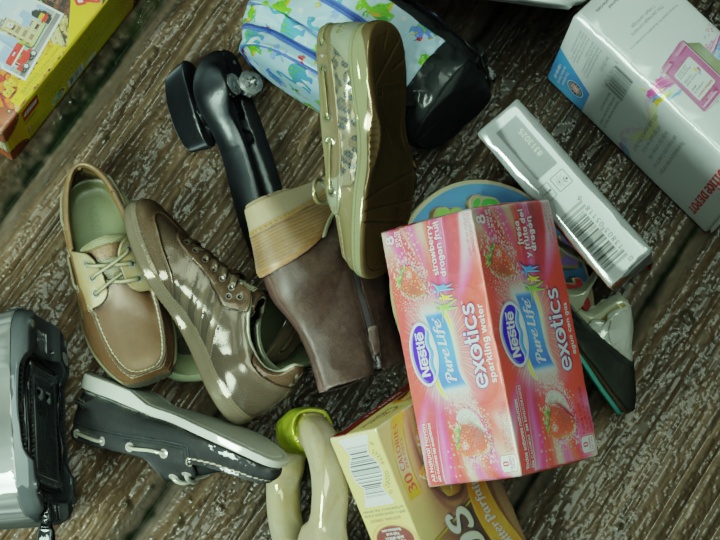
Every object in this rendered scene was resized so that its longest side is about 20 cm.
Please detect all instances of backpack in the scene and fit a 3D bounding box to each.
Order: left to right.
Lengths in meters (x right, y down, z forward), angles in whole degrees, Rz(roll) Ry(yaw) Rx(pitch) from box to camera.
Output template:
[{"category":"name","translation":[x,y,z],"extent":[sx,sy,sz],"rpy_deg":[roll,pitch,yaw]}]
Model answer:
[{"category":"backpack","translation":[-0.004,-0.185,1.550],"extent":[0.154,0.163,0.200],"rpy_deg":[-42,80,4]}]

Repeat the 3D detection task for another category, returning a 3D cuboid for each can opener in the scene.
[{"category":"can opener","translation":[-0.099,-0.095,1.576],"extent":[0.063,0.078,0.201],"rpy_deg":[-14,77,-47]}]

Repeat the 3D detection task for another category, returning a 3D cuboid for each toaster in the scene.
[{"category":"toaster","translation":[-0.301,0.132,1.463],"extent":[0.128,0.114,0.202],"rpy_deg":[-8,76,10]}]

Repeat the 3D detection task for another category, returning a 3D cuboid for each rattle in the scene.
[{"category":"rattle","translation":[-0.002,0.211,1.469],"extent":[0.142,0.130,0.201],"rpy_deg":[14,46,-37]}]

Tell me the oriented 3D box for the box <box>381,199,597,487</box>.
[{"category":"box","translation":[0.097,0.055,1.406],"extent":[0.094,0.102,0.202],"rpy_deg":[-8,86,-44]}]

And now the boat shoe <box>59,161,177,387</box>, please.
[{"category":"boat shoe","translation":[-0.206,-0.001,1.506],"extent":[0.075,0.074,0.201],"rpy_deg":[-21,62,-6]}]

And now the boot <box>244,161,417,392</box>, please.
[{"category":"boot","translation":[0.000,0.000,1.522],"extent":[0.199,0.072,0.167],"rpy_deg":[-23,87,-44]}]

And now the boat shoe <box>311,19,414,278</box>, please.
[{"category":"boat shoe","translation":[-0.001,-0.095,1.457],"extent":[0.062,0.073,0.202],"rpy_deg":[5,97,33]}]

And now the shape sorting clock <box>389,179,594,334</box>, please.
[{"category":"shape sorting clock","translation":[0.113,0.022,1.533],"extent":[0.199,0.039,0.202],"rpy_deg":[11,70,-31]}]

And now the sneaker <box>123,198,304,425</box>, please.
[{"category":"sneaker","translation":[-0.115,0.020,1.480],"extent":[0.075,0.070,0.201],"rpy_deg":[-30,84,10]}]

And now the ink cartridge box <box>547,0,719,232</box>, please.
[{"category":"ink cartridge box","translation":[0.265,-0.144,1.559],"extent":[0.085,0.145,0.200],"rpy_deg":[-42,81,-13]}]

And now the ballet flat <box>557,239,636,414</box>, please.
[{"category":"ballet flat","translation":[0.178,0.033,1.500],"extent":[0.068,0.068,0.200],"rpy_deg":[-40,111,11]}]

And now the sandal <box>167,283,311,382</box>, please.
[{"category":"sandal","translation":[-0.076,0.046,1.531],"extent":[0.199,0.057,0.080],"rpy_deg":[-17,78,-13]}]

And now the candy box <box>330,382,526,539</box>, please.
[{"category":"candy box","translation":[0.063,0.194,1.447],"extent":[0.115,0.055,0.201],"rpy_deg":[-29,101,-46]}]

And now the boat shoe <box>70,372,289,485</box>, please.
[{"category":"boat shoe","translation":[-0.148,0.138,1.474],"extent":[0.199,0.074,0.061],"rpy_deg":[18,91,24]}]

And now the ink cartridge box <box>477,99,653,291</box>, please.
[{"category":"ink cartridge box","translation":[0.169,-0.054,1.510],"extent":[0.050,0.200,0.162],"rpy_deg":[-41,81,2]}]

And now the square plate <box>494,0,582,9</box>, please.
[{"category":"square plate","translation":[0.104,-0.243,1.550],"extent":[0.196,0.200,0.029],"rpy_deg":[8,97,4]}]

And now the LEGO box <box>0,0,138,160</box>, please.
[{"category":"LEGO box","translation":[-0.300,-0.221,1.579],"extent":[0.148,0.077,0.201],"rpy_deg":[34,76,5]}]
